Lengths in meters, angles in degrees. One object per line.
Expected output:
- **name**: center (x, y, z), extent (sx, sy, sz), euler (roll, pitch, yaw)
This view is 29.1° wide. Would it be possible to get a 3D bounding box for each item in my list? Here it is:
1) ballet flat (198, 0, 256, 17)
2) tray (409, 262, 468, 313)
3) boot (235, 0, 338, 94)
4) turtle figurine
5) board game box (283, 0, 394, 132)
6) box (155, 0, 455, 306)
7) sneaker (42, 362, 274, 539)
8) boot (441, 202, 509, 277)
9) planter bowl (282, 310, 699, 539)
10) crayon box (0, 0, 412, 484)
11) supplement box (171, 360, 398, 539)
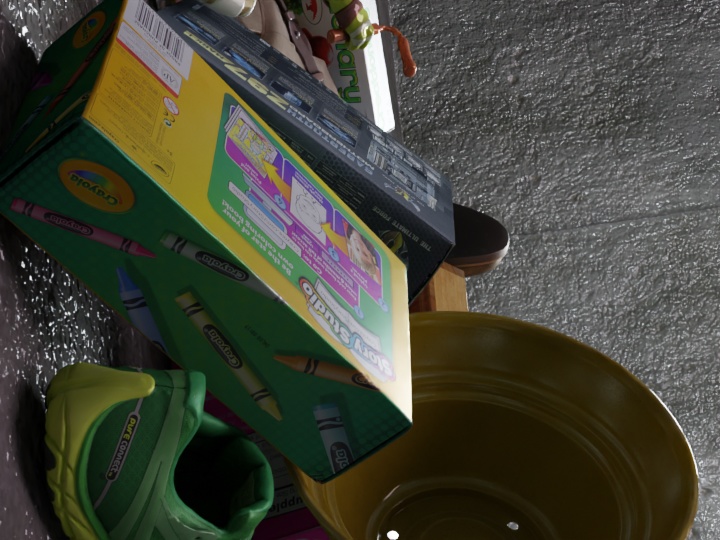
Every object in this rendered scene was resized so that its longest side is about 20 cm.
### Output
- **ballet flat**: center (-0.060, -0.177, 0.756), extent (0.072, 0.199, 0.073), euler (15, 69, -45)
- **tray**: center (-0.007, 0.084, 0.888), extent (0.037, 0.200, 0.099), euler (23, 46, -32)
- **boot**: center (-0.057, -0.110, 0.951), extent (0.146, 0.070, 0.202), euler (10, 61, -61)
- **turtle figurine**: center (-0.043, -0.199, 0.877), extent (0.065, 0.160, 0.201), euler (93, -15, -61)
- **board game box**: center (-0.050, -0.198, 1.043), extent (0.035, 0.125, 0.202), euler (-40, 125, -54)
- **box**: center (-0.038, -0.073, 0.783), extent (0.199, 0.051, 0.158), euler (35, 14, -7)
- **sneaker**: center (-0.075, 0.115, 0.599), extent (0.201, 0.083, 0.074), euler (77, 8, -48)
- **boot**: center (0.000, 0.000, 0.911), extent (0.074, 0.198, 0.076), euler (-78, 162, -58)
- **planter bowl**: center (0.056, 0.113, 0.677), extent (0.201, 0.199, 0.084), euler (-89, -173, -55)
- **crayon box**: center (-0.059, -0.014, 0.607), extent (0.200, 0.058, 0.119), euler (45, 25, -26)
- **supplement box**: center (-0.041, 0.086, 0.778), extent (0.101, 0.103, 0.201), euler (48, 31, -46)
